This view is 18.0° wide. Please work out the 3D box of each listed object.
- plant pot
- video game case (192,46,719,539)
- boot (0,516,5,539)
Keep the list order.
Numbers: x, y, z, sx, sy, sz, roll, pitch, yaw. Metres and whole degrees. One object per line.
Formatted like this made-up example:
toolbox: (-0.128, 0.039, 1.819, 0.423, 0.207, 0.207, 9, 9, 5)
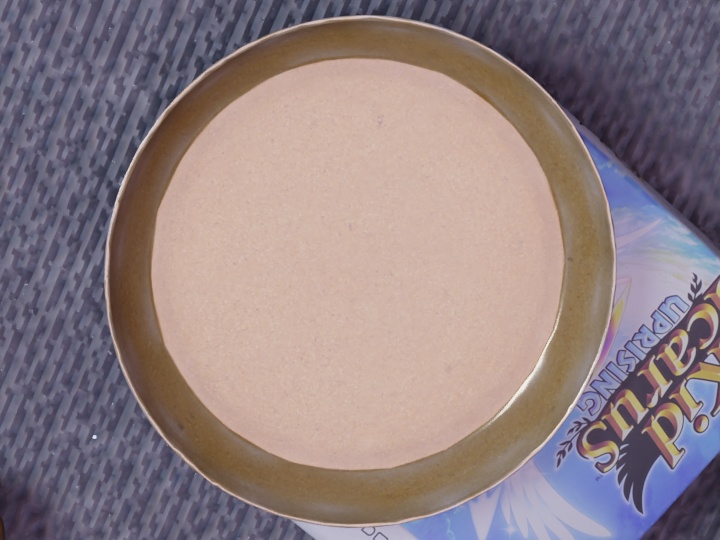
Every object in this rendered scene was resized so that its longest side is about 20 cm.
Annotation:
plant pot: (0.000, 0.000, 0.888, 0.198, 0.027, 0.202, -1, 103, -5)
video game case: (0.057, 0.043, 0.943, 0.181, 0.045, 0.200, 40, 96, -17)
boot: (-0.224, 0.032, 0.886, 0.198, 0.074, 0.156, 11, 99, -14)
